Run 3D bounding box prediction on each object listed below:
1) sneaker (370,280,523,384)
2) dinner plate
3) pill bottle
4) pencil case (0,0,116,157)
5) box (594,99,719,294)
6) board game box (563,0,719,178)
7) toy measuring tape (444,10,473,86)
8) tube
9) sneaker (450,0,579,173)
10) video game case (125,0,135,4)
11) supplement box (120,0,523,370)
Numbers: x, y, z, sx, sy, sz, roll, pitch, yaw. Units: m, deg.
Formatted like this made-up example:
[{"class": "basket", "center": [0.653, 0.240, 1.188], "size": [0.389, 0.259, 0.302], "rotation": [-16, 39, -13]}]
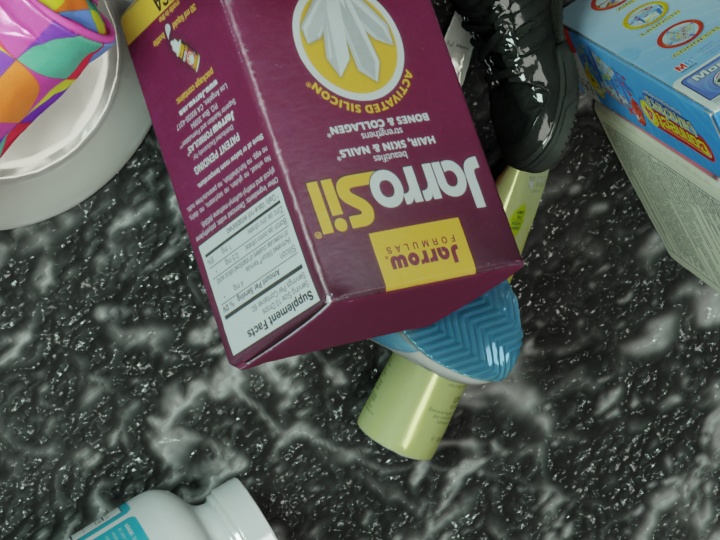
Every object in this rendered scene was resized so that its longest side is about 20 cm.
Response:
[{"class": "sneaker", "center": [0.000, 0.000, 1.301], "size": [0.199, 0.081, 0.077], "rotation": [32, 66, -6]}, {"class": "dinner plate", "center": [-0.192, -0.113, 1.240], "size": [0.199, 0.024, 0.201], "rotation": [-7, 111, -20]}, {"class": "pill bottle", "center": [-0.138, 0.199, 1.331], "size": [0.199, 0.111, 0.111], "rotation": [-31, 118, -8]}, {"class": "pencil case", "center": [-0.210, -0.080, 1.175], "size": [0.088, 0.089, 0.200], "rotation": [35, 115, -29]}, {"class": "box", "center": [0.241, -0.049, 1.342], "size": [0.109, 0.200, 0.128], "rotation": [-34, 119, -6]}, {"class": "board game box", "center": [0.236, -0.146, 1.307], "size": [0.199, 0.196, 0.056], "rotation": [-33, 119, -7]}, {"class": "toy measuring tape", "center": [0.052, -0.084, 1.326], "size": [0.073, 0.074, 0.201], "rotation": [16, 103, -27]}, {"class": "tube", "center": [0.063, 0.014, 1.374], "size": [0.052, 0.058, 0.201], "rotation": [21, 101, -27]}, {"class": "sneaker", "center": [0.066, -0.159, 1.278], "size": [0.104, 0.060, 0.201], "rotation": [11, 77, -36]}, {"class": "video game case", "center": [-0.091, -0.206, 1.214], "size": [0.143, 0.018, 0.200], "rotation": [-53, 138, 3]}, {"class": "supplement box", "center": [-0.022, -0.067, 1.201], "size": [0.130, 0.103, 0.201], "rotation": [-11, 77, -37]}]
